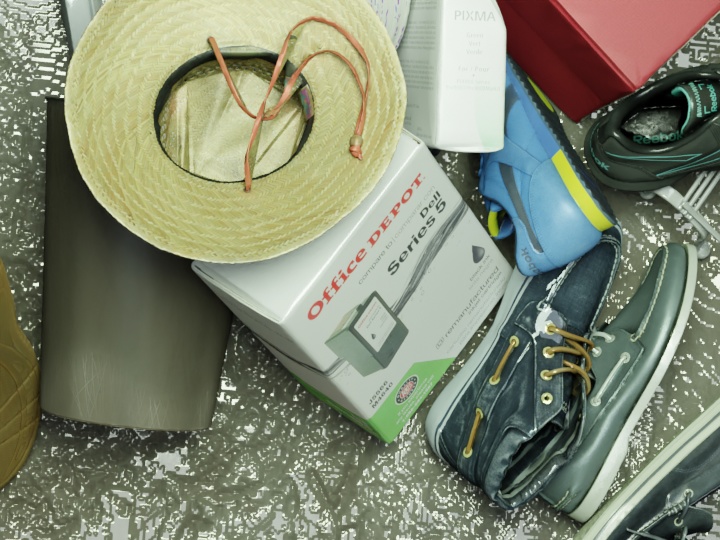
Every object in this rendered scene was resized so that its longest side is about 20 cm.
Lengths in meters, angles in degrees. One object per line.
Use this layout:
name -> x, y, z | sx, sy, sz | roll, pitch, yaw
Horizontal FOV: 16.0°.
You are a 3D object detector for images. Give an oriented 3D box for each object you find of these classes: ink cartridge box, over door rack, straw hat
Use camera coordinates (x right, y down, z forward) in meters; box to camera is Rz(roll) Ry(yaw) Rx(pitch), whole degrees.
ink cartridge box -> 0.052, -0.177, 1.599 | 0.050, 0.161, 0.201 | 3, 95, -12
over door rack -> 0.301, -0.050, 1.744 | 0.200, 0.067, 0.148 | 39, 83, -16
ink cartridge box -> 0.000, 0.000, 1.624 | 0.084, 0.200, 0.146 | 33, 81, 31
straw hat -> -0.076, -0.087, 1.523 | 0.200, 0.085, 0.202 | 1, 77, -6

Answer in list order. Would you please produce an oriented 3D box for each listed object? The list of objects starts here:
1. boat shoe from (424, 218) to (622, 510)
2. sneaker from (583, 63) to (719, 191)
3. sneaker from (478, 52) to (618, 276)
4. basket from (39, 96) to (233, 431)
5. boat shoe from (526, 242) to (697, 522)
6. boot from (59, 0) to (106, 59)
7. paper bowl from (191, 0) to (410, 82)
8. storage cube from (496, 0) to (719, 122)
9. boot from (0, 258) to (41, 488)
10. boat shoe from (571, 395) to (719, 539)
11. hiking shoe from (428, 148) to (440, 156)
boat shoe -> 0.127, 0.059, 1.671 | 0.071, 0.091, 0.201 | 24, 102, -40
sneaker -> 0.243, -0.099, 1.652 | 0.199, 0.079, 0.076 | -17, 74, 1
sneaker -> 0.098, -0.076, 1.676 | 0.078, 0.200, 0.066 | -37, 133, 13
basket -> -0.140, -0.004, 1.640 | 0.136, 0.180, 0.201 | 8, 92, 22
boat shoe -> 0.165, 0.066, 1.709 | 0.062, 0.073, 0.200 | 25, 89, -5
boot -> -0.156, -0.228, 1.693 | 0.095, 0.074, 0.201 | -6, 89, -9
paper bowl -> -0.072, -0.191, 1.604 | 0.104, 0.201, 0.201 | -29, 89, -40
storage cube -> 0.159, -0.225, 1.683 | 0.200, 0.171, 0.180 | -44, 93, -9
boot -> -0.291, 0.043, 1.646 | 0.155, 0.200, 0.073 | 19, 47, 30
boat shoe -> 0.204, 0.158, 1.705 | 0.200, 0.075, 0.062 | -41, 85, -14
hiking shoe -> -0.015, -0.160, 1.703 | 0.100, 0.076, 0.201 | -20, 89, -12
